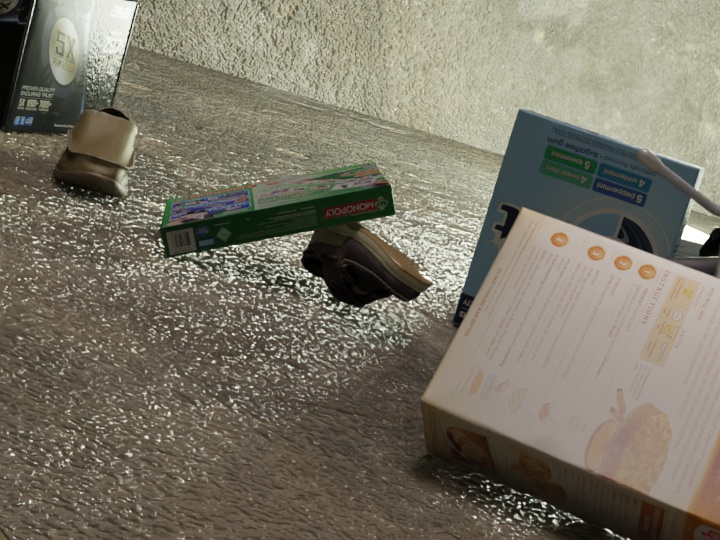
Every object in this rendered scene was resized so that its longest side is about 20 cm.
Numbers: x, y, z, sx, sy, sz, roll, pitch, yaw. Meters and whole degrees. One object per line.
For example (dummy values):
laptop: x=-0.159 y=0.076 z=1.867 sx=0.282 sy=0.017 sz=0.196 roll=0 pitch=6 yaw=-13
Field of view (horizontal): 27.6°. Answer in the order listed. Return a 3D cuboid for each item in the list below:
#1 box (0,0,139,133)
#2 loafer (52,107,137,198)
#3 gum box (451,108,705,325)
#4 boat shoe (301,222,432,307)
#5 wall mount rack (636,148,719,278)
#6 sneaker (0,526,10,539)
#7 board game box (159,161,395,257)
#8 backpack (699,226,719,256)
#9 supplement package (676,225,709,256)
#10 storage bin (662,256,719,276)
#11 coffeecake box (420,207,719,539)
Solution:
box: x=-0.354 y=-0.245 z=1.654 sx=0.085 sy=0.166 sz=0.200 roll=21 pitch=11 yaw=22
loafer: x=-0.258 y=-0.121 z=1.444 sx=0.075 sy=0.068 sz=0.200 roll=14 pitch=11 yaw=-15
gum box: x=0.191 y=-0.021 z=1.299 sx=0.168 sy=0.202 sz=0.044 roll=21 pitch=11 yaw=17
boat shoe: x=0.000 y=0.000 z=1.264 sx=0.072 sy=0.065 sz=0.200 roll=35 pitch=0 yaw=-26
wall mount rack: x=0.256 y=0.005 z=1.017 sx=0.172 sy=0.202 sz=0.075 roll=15 pitch=-17 yaw=2
sneaker: x=-0.203 y=0.102 z=0.458 sx=0.197 sy=0.078 sz=0.089 roll=12 pitch=24 yaw=-1
board game box: x=-0.074 y=-0.056 z=1.294 sx=0.197 sy=0.029 sz=0.135 roll=-11 pitch=13 yaw=-3
backpack: x=0.444 y=0.049 z=1.480 sx=0.197 sy=0.155 sz=0.176 roll=7 pitch=13 yaw=0
supplement package: x=0.301 y=-0.006 z=1.646 sx=0.198 sy=0.112 sz=0.156 roll=11 pitch=12 yaw=-32
storage bin: x=0.251 y=0.062 z=1.132 sx=0.133 sy=0.148 sz=0.200 roll=3 pitch=-16 yaw=-13
coffeecake box: x=0.159 y=0.071 z=0.899 sx=0.198 sy=0.154 sz=0.073 roll=21 pitch=-27 yaw=19
